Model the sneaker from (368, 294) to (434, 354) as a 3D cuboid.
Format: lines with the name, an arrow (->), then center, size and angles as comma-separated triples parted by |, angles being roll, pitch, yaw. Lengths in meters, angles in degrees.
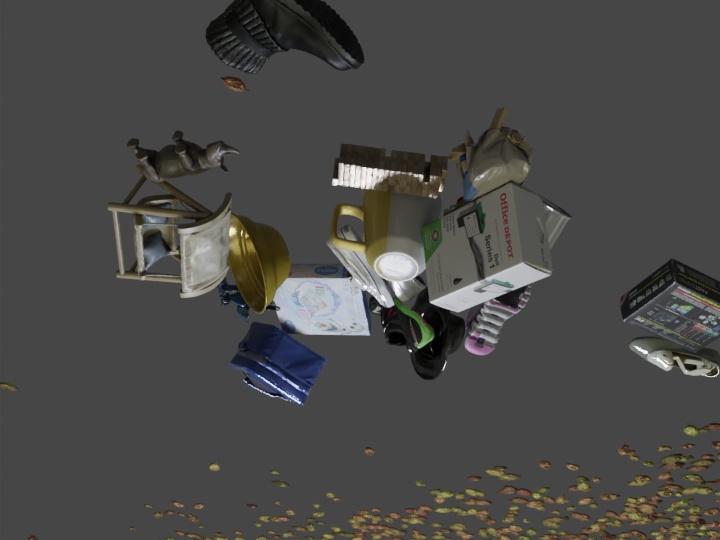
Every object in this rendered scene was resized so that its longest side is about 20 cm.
sneaker -> 0.068, 0.106, 1.681 | 0.077, 0.084, 0.199 | 46, 172, -36

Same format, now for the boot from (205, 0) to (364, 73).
boot -> -0.112, -0.340, 1.229 | 0.210, 0.080, 0.158 | 38, 126, -17

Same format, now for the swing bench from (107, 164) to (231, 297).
swing bench -> -0.350, -0.063, 1.539 | 0.197, 0.131, 0.200 | 18, 140, 6

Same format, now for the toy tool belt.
toy tool belt -> 0.207, -0.174, 1.378 | 0.123, 0.125, 0.200 | 3, 156, -18

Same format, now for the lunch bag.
lunch bag -> -0.193, 0.212, 1.835 | 0.199, 0.134, 0.135 | 36, 163, -29

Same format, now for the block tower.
block tower -> 0.051, -0.174, 1.427 | 0.197, 0.055, 0.058 | 6, 140, 1

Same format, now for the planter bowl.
planter bowl -> -0.190, -0.025, 1.588 | 0.083, 0.201, 0.202 | -19, 149, -25

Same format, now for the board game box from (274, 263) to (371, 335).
board game box -> -0.085, 0.064, 1.744 | 0.196, 0.044, 0.201 | 0, 140, 9

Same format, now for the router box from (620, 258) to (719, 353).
router box -> 0.640, 0.073, 1.623 | 0.198, 0.063, 0.150 | 22, 139, -17

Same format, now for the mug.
mug -> 0.055, -0.061, 1.485 | 0.184, 0.155, 0.150 | -15, 137, 26

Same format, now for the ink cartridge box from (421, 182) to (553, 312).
ink cartridge box -> 0.205, -0.036, 1.355 | 0.084, 0.148, 0.199 | 17, 148, -40

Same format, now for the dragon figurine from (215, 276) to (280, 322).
dragon figurine -> -0.232, 0.065, 1.692 | 0.099, 0.200, 0.059 | -30, 129, -14

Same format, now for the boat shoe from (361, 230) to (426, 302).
boat shoe -> 0.069, -0.015, 1.611 | 0.068, 0.072, 0.201 | -29, 125, 10

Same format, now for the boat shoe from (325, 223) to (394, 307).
boat shoe -> 0.000, 0.000, 1.612 | 0.065, 0.074, 0.201 | -29, 115, 8

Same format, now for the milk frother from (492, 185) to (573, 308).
milk frother -> 0.248, -0.068, 1.473 | 0.199, 0.180, 0.190 | 33, 104, 12

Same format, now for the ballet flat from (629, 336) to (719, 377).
ballet flat -> 0.677, 0.188, 1.756 | 0.197, 0.064, 0.068 | 10, 141, -2

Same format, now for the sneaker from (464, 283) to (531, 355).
sneaker -> 0.271, 0.072, 1.676 | 0.080, 0.089, 0.201 | 22, 116, -17

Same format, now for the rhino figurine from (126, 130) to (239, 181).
rhino figurine -> -0.306, -0.201, 1.447 | 0.197, 0.061, 0.088 | -5, 149, 11

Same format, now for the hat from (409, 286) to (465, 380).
hat -> 0.169, 0.130, 1.699 | 0.080, 0.203, 0.201 | 0, 145, -21
